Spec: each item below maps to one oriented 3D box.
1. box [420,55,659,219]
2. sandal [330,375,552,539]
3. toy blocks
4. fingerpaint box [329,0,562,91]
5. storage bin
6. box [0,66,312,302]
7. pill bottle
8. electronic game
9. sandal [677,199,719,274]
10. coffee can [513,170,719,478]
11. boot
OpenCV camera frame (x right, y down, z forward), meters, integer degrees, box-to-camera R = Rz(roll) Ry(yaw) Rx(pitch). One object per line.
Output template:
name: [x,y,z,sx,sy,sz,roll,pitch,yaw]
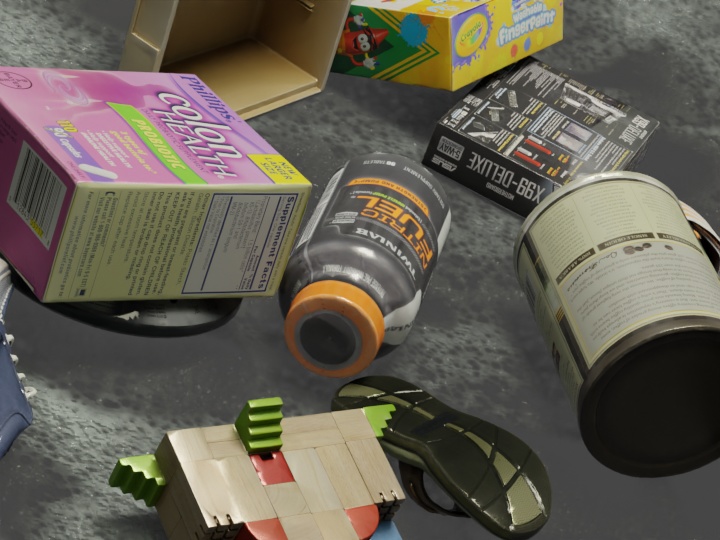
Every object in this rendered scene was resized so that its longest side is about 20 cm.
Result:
box: [0.165,-0.116,1.948,0.158,0.050,0.200,28,33,10]
sandal: [0.058,0.137,1.524,0.080,0.057,0.201,-17,33,-36]
toy blocks: [-0.044,0.165,1.401,0.200,0.100,0.137,-5,52,-33]
fingerpaint box: [0.067,-0.230,1.990,0.167,0.073,0.200,12,25,32]
storage bin: [-0.097,-0.236,1.837,0.094,0.200,0.198,35,35,22]
box: [-0.171,-0.064,1.560,0.200,0.097,0.176,0,31,-38]
pill bottle: [0.000,0.000,1.636,0.106,0.106,0.200,22,33,1]
electronic game: [-0.182,-0.009,1.603,0.200,0.042,0.200,17,24,-8]
sandal: [0.279,-0.013,1.854,0.079,0.059,0.207,12,34,-15]
coffee can: [0.212,0.038,1.661,0.146,0.146,0.200,8,35,-20]
boot: [-0.254,0.070,1.441,0.090,0.073,0.200,34,34,-7]
